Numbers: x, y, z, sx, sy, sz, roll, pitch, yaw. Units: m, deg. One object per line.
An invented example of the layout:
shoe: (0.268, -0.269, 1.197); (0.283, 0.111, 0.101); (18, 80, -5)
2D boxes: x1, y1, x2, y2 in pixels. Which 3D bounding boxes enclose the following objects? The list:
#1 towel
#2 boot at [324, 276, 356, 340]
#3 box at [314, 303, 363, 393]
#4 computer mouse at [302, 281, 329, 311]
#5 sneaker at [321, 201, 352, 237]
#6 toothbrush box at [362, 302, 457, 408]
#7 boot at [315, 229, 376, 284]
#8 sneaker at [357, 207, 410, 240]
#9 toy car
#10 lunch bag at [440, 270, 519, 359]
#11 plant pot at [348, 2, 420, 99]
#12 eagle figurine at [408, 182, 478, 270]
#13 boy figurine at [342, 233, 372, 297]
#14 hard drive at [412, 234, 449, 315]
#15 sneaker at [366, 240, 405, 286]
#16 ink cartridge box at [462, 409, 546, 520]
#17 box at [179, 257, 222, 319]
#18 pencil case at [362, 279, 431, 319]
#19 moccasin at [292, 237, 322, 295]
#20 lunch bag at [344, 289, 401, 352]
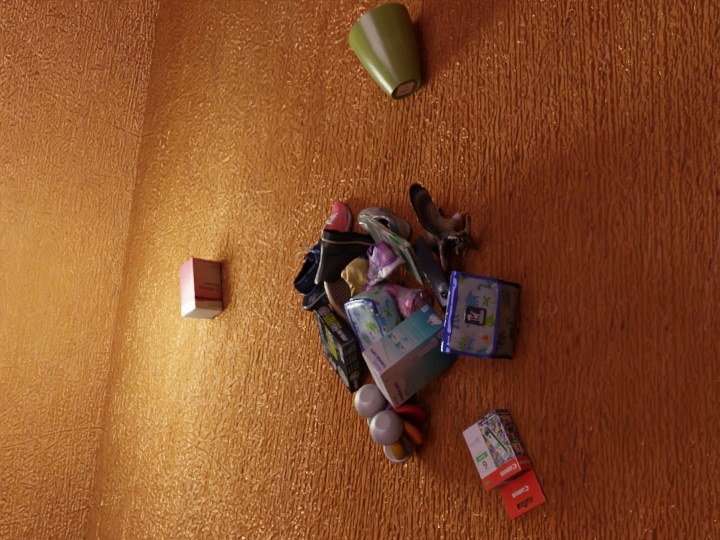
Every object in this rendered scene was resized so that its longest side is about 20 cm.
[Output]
towel: (0.084, -0.055, 1.609); (0.023, 0.154, 0.199); (-41, 44, -10)
boot: (-0.071, 0.112, 1.779); (0.204, 0.071, 0.166); (62, 150, 1)
box: (-0.059, 0.214, 1.745); (0.161, 0.043, 0.204); (48, 157, 42)
computer mouse: (-0.097, 0.065, 1.890); (0.198, 0.052, 0.141); (-36, 34, 34)
sneaker: (-0.074, -0.125, 1.871); (0.073, 0.085, 0.206); (-30, 51, 40)
toothbrush box: (0.118, 0.201, 1.488); (0.198, 0.148, 0.085); (-37, 46, -11)
boot: (-0.036, -0.030, 1.712); (0.077, 0.195, 0.143); (29, 108, 52)
sneaker: (0.050, -0.132, 1.746); (0.198, 0.079, 0.079); (23, 101, 49)
toy car: (0.086, 0.358, 1.574); (0.148, 0.176, 0.201); (-34, 50, -3)
lunch bag: (0.252, 0.099, 1.381); (0.125, 0.196, 0.177); (3, 84, 48)
plant pot: (0.087, -0.581, 1.739); (0.186, 0.184, 0.205); (-34, 73, 39)
eagle figurine: (0.196, -0.107, 1.546); (0.198, 0.148, 0.156); (30, 119, 36)
boy figurine: (0.000, 0.000, 1.790); (0.120, 0.064, 0.208); (-2, 83, 21)
hard drive: (0.185, 0.027, 1.521); (0.041, 0.136, 0.204); (-26, 55, 5)
sneaker: (0.049, -0.023, 1.611); (0.090, 0.080, 0.200); (54, 163, 2)
ink cartridge box: (0.306, 0.417, 1.368); (0.109, 0.049, 0.204); (-44, 52, 34)
box: (-0.608, 0.070, 2.426); (0.108, 0.125, 0.207); (-26, 64, 41)
pencil case: (0.094, 0.073, 1.653); (0.198, 0.086, 0.091); (19, 96, 51)
moccasin: (-0.140, -0.027, 1.919); (0.079, 0.067, 0.205); (-1, 63, 54)
lunch bag: (0.043, 0.155, 1.633); (0.159, 0.081, 0.206); (-5, 109, 59)
